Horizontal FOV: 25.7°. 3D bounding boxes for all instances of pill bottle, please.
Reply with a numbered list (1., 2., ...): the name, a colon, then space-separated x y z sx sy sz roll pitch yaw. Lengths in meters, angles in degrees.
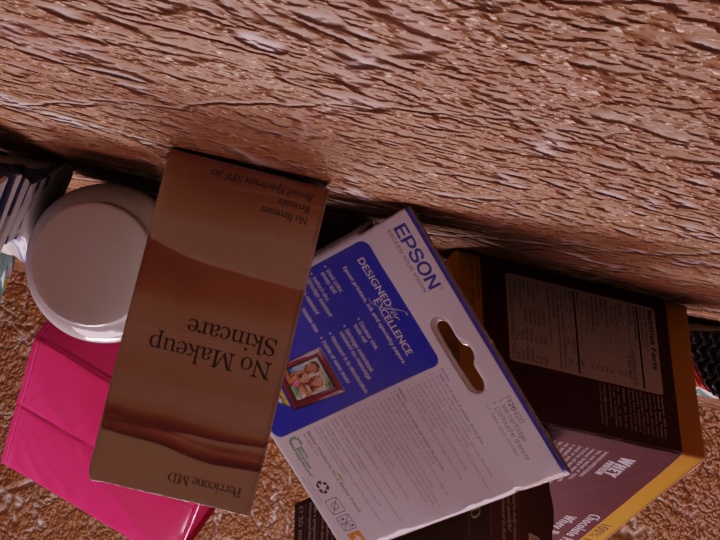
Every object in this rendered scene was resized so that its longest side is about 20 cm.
1. pill bottle: -0.177 -0.006 1.125 0.111 0.111 0.200 12 180 -1

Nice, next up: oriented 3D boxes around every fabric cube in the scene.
1. fabric cube: -0.194 0.117 1.505 0.199 0.196 0.200 31 133 7

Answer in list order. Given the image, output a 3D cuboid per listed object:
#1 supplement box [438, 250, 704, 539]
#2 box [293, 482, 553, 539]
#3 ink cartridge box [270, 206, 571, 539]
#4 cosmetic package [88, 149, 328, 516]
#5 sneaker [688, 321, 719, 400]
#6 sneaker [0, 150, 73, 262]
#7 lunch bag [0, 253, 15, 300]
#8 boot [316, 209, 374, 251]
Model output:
1. supplement box: 0.124 0.111 1.216 0.199 0.133 0.197 13 143 -17
2. box: 0.041 0.194 1.133 0.200 0.100 0.075 -28 136 35
3. ink cartridge box: 0.018 0.073 1.035 0.200 0.198 0.047 -27 -173 34
4. cosmetic package: -0.093 0.038 0.957 0.103 0.201 0.087 13 176 -8
5. sneaker: 0.297 0.073 1.335 0.199 0.071 0.093 8 -168 19
6. sneaker: -0.277 -0.062 1.085 0.115 0.081 0.199 26 -177 3
7. lunch bag: -0.381 -0.031 1.353 0.170 0.122 0.200 9 -157 -13
8. boot: -0.012 -0.011 1.106 0.199 0.075 0.097 12 -168 28
